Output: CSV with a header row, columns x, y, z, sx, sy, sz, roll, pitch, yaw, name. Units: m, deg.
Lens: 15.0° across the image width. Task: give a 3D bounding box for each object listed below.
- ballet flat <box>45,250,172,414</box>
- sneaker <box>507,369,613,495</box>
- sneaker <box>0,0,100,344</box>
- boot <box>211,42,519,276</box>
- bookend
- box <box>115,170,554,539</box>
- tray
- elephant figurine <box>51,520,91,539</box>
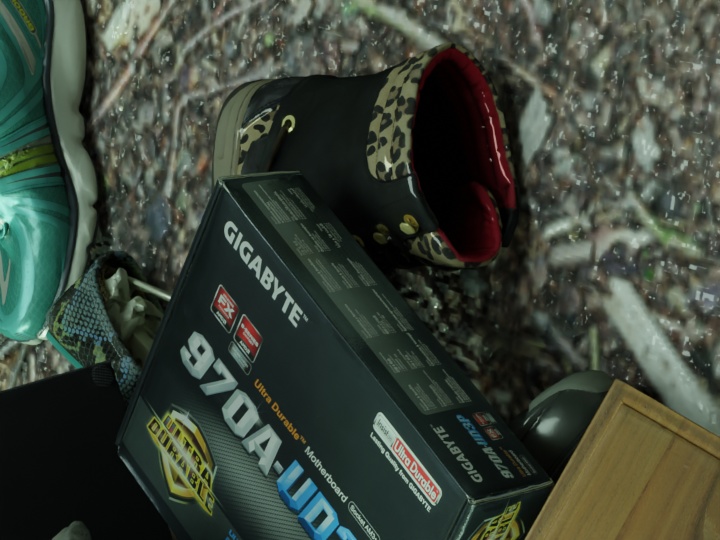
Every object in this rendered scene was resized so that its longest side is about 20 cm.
x,y,z,sx,sy,sz,roll,pitch,yaw,name
-0.085,0.057,1.321,0.200,0.074,0.074,43,120,36,ballet flat
0.081,0.135,1.137,0.079,0.075,0.201,33,121,31,sneaker
-0.189,-0.060,1.425,0.077,0.079,0.201,-13,81,49,sneaker
0.000,0.000,1.219,0.150,0.073,0.201,-14,73,50,boot
-0.165,0.171,1.333,0.199,0.092,0.201,-30,78,57,bookend
-0.017,0.082,1.145,0.200,0.046,0.159,51,133,33,box
0.093,0.153,1.054,0.098,0.037,0.201,30,90,13,tray
-0.108,0.179,1.127,0.200,0.141,0.156,145,122,-61,elephant figurine
